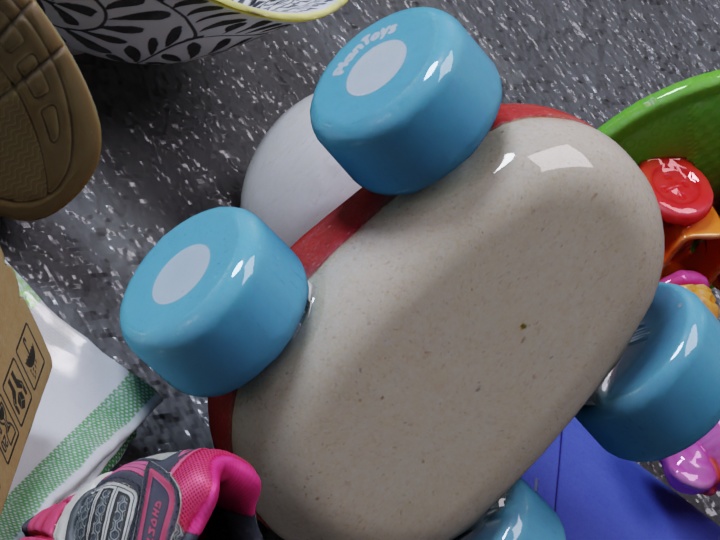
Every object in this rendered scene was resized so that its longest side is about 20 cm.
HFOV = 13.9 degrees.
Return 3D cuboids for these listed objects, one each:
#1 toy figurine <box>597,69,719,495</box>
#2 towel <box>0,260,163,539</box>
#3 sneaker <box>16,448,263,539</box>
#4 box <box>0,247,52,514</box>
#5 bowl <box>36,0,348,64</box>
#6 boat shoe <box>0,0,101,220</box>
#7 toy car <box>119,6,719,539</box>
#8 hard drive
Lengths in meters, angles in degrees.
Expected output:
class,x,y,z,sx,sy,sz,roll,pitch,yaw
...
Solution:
class,x,y,z,sx,sy,sz,roll,pitch,yaw
toy figurine,0.148,0.033,1.190,0.200,0.150,0.184,-2,50,-27
towel,-0.161,0.008,0.923,0.200,0.031,0.149,45,28,-4
sneaker,-0.033,0.149,0.859,0.081,0.075,0.200,-18,80,-60
box,-0.141,0.022,0.807,0.200,0.021,0.164,-78,152,-55
bowl,-0.105,-0.144,1.118,0.201,0.094,0.201,32,33,-24
boat shoe,-0.168,-0.099,1.004,0.200,0.074,0.066,47,-1,-17
toy car,0.000,0.000,1.064,0.184,0.177,0.200,45,-3,-31
hard drive,0.128,0.141,1.146,0.200,0.025,0.132,37,30,-17
